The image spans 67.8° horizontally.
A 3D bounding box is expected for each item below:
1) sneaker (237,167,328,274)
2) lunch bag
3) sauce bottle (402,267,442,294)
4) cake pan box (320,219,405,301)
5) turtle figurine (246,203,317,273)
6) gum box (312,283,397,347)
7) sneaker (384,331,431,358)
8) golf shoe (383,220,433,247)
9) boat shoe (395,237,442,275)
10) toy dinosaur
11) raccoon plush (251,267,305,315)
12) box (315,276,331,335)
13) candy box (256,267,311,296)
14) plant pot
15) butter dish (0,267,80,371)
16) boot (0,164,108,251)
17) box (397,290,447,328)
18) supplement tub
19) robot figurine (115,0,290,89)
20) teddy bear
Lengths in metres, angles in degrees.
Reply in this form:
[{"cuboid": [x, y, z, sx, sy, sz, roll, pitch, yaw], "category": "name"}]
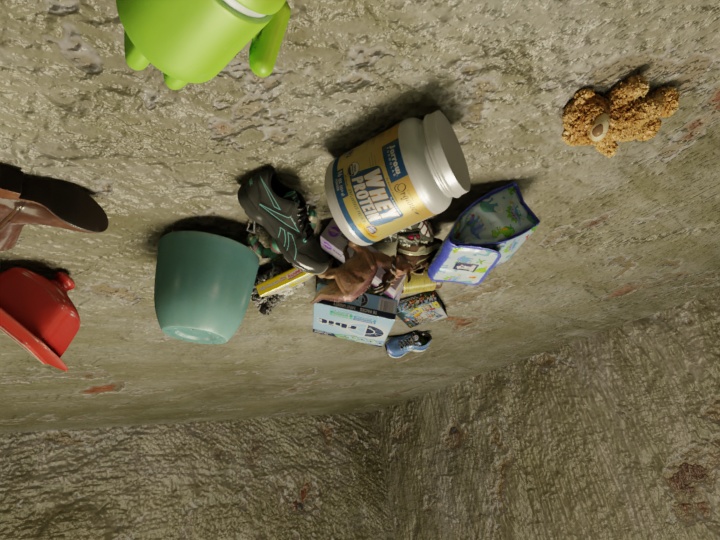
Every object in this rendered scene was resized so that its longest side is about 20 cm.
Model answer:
[{"cuboid": [-0.115, -0.078, 0.889, 0.078, 0.076, 0.200, -36, 109, 22], "category": "sneaker"}, {"cuboid": [0.234, -0.058, 1.076, 0.194, 0.130, 0.171, -23, 161, -17], "category": "lunch bag"}, {"cuboid": [0.110, 0.027, 1.362, 0.191, 0.067, 0.065, -5, 158, -9], "category": "sauce bottle"}, {"cuboid": [0.000, 0.000, 1.116, 0.053, 0.197, 0.185, -50, 169, -21], "category": "cake pan box"}, {"cuboid": [-0.145, -0.049, 1.020, 0.143, 0.105, 0.201, -9, 165, 3], "category": "turtle figurine"}, {"cuboid": [-0.017, 0.099, 1.130, 0.163, 0.046, 0.201, 12, 156, -1], "category": "gum box"}, {"cuboid": [0.176, 0.259, 1.952, 0.193, 0.081, 0.090, -10, 153, -27], "category": "sneaker"}, {"cuboid": [0.104, -0.099, 1.033, 0.074, 0.092, 0.199, 11, -170, 16], "category": "golf shoe"}, {"cuboid": [0.119, -0.031, 1.133, 0.072, 0.078, 0.200, 15, -167, 26], "category": "boat shoe"}, {"cuboid": [-0.003, 0.012, 0.973, 0.199, 0.136, 0.086, -41, 167, -7], "category": "toy dinosaur"}, {"cuboid": [-0.178, 0.021, 1.234, 0.131, 0.099, 0.200, -28, -174, 8], "category": "raccoon plush"}, {"cuboid": [-0.044, 0.076, 1.313, 0.126, 0.119, 0.201, -1, 158, -3], "category": "box"}, {"cuboid": [-0.134, 0.017, 1.038, 0.099, 0.027, 0.200, -23, 179, 1], "category": "candy box"}, {"cuboid": [-0.298, 0.044, 1.013, 0.192, 0.167, 0.202, 5, 159, 2], "category": "plant pot"}, {"cuboid": [-0.612, 0.068, 1.025, 0.197, 0.150, 0.200, 36, 151, 1], "category": "butter dish"}, {"cuboid": [-0.516, -0.069, 0.829, 0.197, 0.066, 0.184, -31, 137, 34], "category": "boot"}, {"cuboid": [0.188, 0.122, 1.658, 0.132, 0.039, 0.200, -17, 157, 13], "category": "box"}, {"cuboid": [0.056, -0.139, 0.821, 0.195, 0.150, 0.143, -22, 156, 27], "category": "supplement tub"}, {"cuboid": [-0.142, -0.256, 0.486, 0.196, 0.120, 0.173, -26, 151, 33], "category": "robot figurine"}, {"cuboid": [0.420, -0.240, 0.858, 0.193, 0.069, 0.145, 2, 152, -31], "category": "teddy bear"}]
